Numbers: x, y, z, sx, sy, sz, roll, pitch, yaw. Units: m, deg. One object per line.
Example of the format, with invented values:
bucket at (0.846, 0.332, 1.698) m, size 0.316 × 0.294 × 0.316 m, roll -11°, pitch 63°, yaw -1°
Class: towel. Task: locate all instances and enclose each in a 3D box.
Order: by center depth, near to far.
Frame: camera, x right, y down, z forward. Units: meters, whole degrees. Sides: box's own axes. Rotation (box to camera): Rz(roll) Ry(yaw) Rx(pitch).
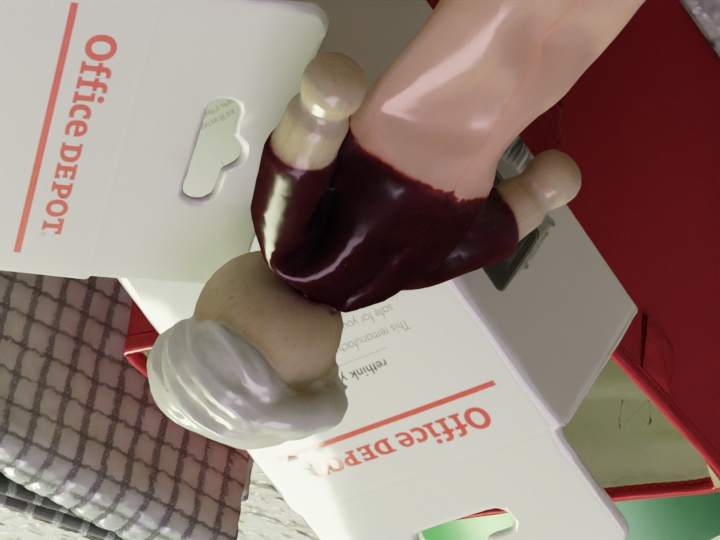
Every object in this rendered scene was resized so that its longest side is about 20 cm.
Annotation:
towel at (-0.114, 0.014, 0.989) m, size 0.165 × 0.201 × 0.085 m, roll 28°, pitch 147°, yaw -34°

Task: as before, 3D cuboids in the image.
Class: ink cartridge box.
ink cartridge box at (-0.118, -0.064, 0.630) m, size 0.199 × 0.068 × 0.115 m, roll 7°, pitch 138°, yaw -15°
ink cartridge box at (0.000, 0.000, 0.737) m, size 0.116 × 0.067 × 0.200 m, roll -22°, pitch 111°, yaw 40°

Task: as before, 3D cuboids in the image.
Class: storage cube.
storage cube at (0.036, -0.023, 0.908) m, size 0.170 × 0.180 × 0.200 m, roll -10°, pitch 148°, yaw 28°

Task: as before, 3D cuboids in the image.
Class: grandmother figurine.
grandmother figurine at (0.015, -0.031, 0.629) m, size 0.121 × 0.061 × 0.200 m, roll 23°, pitch 114°, yaw -43°

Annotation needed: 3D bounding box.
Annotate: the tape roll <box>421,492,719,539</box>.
tape roll at (0.111, 0.059, 1.037) m, size 0.200 × 0.200 × 0.048 m, roll -11°, pitch 114°, yaw 30°
